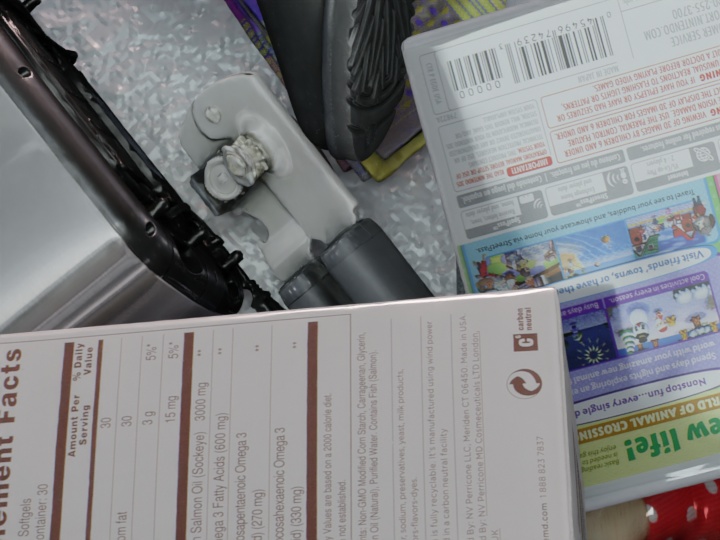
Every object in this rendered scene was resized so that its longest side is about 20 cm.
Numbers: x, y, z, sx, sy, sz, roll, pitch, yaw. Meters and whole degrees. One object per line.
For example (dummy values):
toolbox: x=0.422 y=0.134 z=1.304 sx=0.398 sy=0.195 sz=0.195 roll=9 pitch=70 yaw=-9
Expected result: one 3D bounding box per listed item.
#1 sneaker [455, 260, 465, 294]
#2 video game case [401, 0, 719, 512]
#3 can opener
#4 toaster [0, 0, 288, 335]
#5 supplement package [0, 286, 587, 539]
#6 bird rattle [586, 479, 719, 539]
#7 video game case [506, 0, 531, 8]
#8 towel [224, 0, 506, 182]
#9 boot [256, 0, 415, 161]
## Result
sneaker: x=0.093 y=-0.062 z=0.976 sx=0.071 sy=0.073 sz=0.200 roll=13 pitch=98 yaw=-18
video game case: x=0.131 y=-0.022 z=0.858 sx=0.200 sy=0.022 sz=0.183 roll=-16 pitch=87 yaw=12
can opener: x=0.000 y=0.000 z=0.982 sx=0.053 sy=0.066 sz=0.200 roll=-40 pitch=84 yaw=36
toaster: x=-0.139 y=-0.023 z=0.941 sx=0.119 sy=0.181 sz=0.200 roll=-40 pitch=80 yaw=2
supplement package: x=-0.027 y=0.091 z=0.792 sx=0.199 sy=0.117 sz=0.118 roll=-5 pitch=56 yaw=7
bird rattle: x=0.136 y=0.112 z=0.899 sx=0.200 sy=0.113 sz=0.163 roll=44 pitch=43 yaw=0
video game case: x=0.146 y=-0.124 z=0.945 sx=0.182 sy=0.022 sz=0.201 roll=12 pitch=89 yaw=-27
towel: x=0.003 y=-0.152 z=1.030 sx=0.143 sy=0.023 sz=0.200 roll=-35 pitch=79 yaw=-1
boot: x=-0.081 y=-0.134 z=0.940 sx=0.200 sy=0.066 sz=0.165 roll=8 pitch=107 yaw=21
